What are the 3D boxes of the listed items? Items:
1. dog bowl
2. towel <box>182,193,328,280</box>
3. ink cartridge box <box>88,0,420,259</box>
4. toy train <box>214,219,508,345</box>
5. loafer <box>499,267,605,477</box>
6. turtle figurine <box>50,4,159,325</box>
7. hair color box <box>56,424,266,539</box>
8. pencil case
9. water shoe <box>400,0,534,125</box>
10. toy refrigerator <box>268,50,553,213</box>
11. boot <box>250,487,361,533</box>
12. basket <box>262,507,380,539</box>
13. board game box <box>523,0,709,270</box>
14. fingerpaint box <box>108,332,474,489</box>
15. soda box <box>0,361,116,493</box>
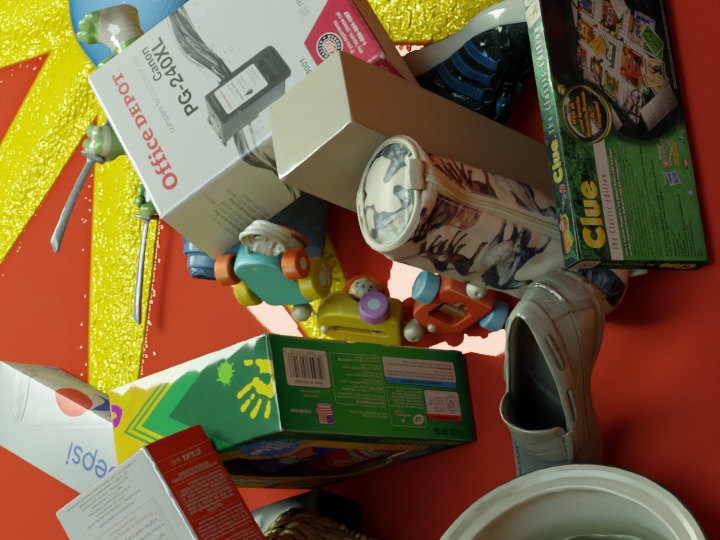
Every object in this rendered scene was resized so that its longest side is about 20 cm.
[{"bbox_3d":[0.138,0.227,1.571,0.200,0.074,0.200,-13,50,16],"label":"dog bowl"},{"bbox_3d":[-0.078,-0.090,1.852,0.049,0.111,0.200,175,99,-70],"label":"towel"},{"bbox_3d":[-0.076,-0.128,1.747,0.200,0.083,0.145,-36,59,9],"label":"ink cartridge box"},{"bbox_3d":[0.000,0.000,1.743,0.150,0.200,0.056,134,152,-57],"label":"toy train"},{"bbox_3d":[0.120,0.092,1.619,0.070,0.070,0.200,27,133,38],"label":"loafer"},{"bbox_3d":[-0.188,-0.097,1.937,0.200,0.144,0.194,-41,56,28],"label":"turtle figurine"},{"bbox_3d":[-0.108,0.218,1.640,0.111,0.064,0.200,-37,79,39],"label":"hair color box"},{"bbox_3d":[0.091,-0.027,1.616,0.089,0.200,0.078,-32,49,46],"label":"pencil case"},{"bbox_3d":[0.096,-0.135,1.726,0.200,0.071,0.079,-25,73,50],"label":"water shoe"},{"bbox_3d":[0.039,-0.076,1.670,0.076,0.200,0.070,-38,48,34],"label":"toy refrigerator"},{"bbox_3d":[-0.080,0.263,1.842,0.200,0.066,0.165,-18,74,36],"label":"boot"},{"bbox_3d":[-0.059,0.283,1.708,0.143,0.149,0.200,26,114,5],"label":"basket"},{"bbox_3d":[0.168,-0.098,1.620,0.023,0.105,0.200,-31,61,56],"label":"board game box"},{"bbox_3d":[-0.048,0.105,1.732,0.167,0.200,0.074,-20,72,40],"label":"fingerpaint box"},{"bbox_3d":[-0.222,0.137,1.989,0.200,0.063,0.068,24,101,43],"label":"soda box"}]
